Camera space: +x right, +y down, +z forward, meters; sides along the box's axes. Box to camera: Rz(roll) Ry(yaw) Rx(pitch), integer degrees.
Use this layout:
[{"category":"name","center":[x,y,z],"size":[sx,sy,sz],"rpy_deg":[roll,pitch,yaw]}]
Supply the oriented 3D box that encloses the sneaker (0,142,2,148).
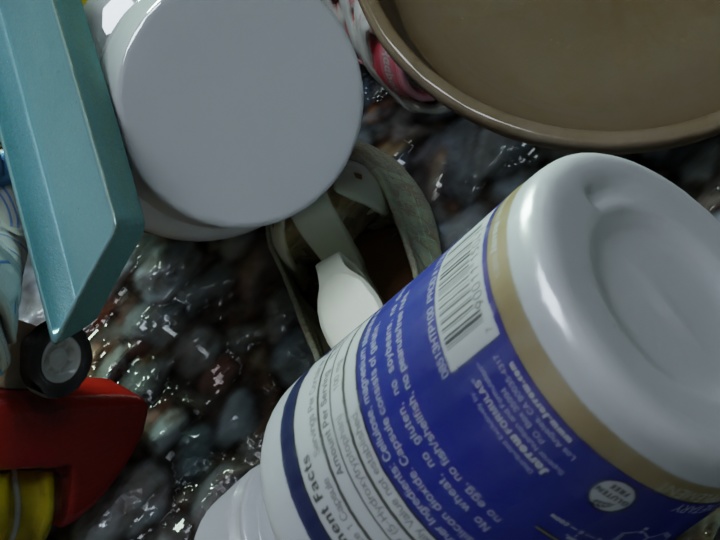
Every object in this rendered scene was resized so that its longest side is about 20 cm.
[{"category":"sneaker","center":[-0.177,-0.061,1.184],"size":[0.088,0.077,0.200],"rpy_deg":[-2,61,21]}]

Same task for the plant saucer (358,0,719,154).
[{"category":"plant saucer","center":[0.095,-0.123,1.019],"size":[0.200,0.029,0.200],"rpy_deg":[-1,57,2]}]

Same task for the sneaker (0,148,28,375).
[{"category":"sneaker","center":[-0.154,0.003,0.959],"size":[0.075,0.200,0.087],"rpy_deg":[-28,87,8]}]

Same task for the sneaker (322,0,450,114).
[{"category":"sneaker","center":[-0.003,-0.118,1.098],"size":[0.200,0.075,0.105],"rpy_deg":[-3,48,27]}]

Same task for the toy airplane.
[{"category":"toy airplane","center":[-0.191,0.103,0.997],"size":[0.199,0.141,0.200],"rpy_deg":[-4,22,9]}]

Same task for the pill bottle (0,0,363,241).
[{"category":"pill bottle","center":[-0.075,-0.070,1.029],"size":[0.114,0.114,0.200],"rpy_deg":[-48,17,-9]}]

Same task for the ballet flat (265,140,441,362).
[{"category":"ballet flat","center":[0.000,0.000,1.009],"size":[0.067,0.062,0.200],"rpy_deg":[-32,43,7]}]

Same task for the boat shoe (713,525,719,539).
[{"category":"boat shoe","center":[0.157,0.074,0.847],"size":[0.057,0.069,0.200],"rpy_deg":[32,56,1]}]

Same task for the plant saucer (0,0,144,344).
[{"category":"plant saucer","center":[-0.117,-0.072,0.957],"size":[0.070,0.019,0.200],"rpy_deg":[-57,42,44]}]

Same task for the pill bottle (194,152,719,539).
[{"category":"pill bottle","center":[0.038,0.063,0.859],"size":[0.200,0.120,0.120],"rpy_deg":[-41,36,35]}]
